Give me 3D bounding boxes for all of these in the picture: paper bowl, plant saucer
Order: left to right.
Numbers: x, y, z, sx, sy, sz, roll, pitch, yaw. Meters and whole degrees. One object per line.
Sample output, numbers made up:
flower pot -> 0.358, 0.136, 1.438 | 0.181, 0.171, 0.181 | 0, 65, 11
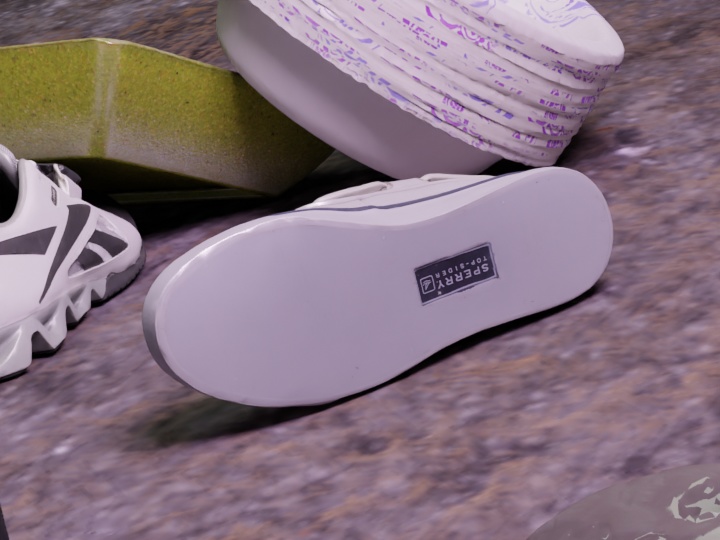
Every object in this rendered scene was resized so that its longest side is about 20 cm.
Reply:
plant saucer -> -0.133, -0.064, 1.267 | 0.199, 0.048, 0.199 | -2, -8, 35
paper bowl -> 0.014, -0.114, 1.221 | 0.200, 0.105, 0.201 | 31, 15, -9

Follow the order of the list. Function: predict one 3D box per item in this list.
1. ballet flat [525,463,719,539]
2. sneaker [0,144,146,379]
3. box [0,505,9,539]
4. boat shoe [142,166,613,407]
ballet flat -> 0.133, 0.076, 0.682 | 0.199, 0.046, 0.068 | -15, 46, 13
sneaker -> -0.148, -0.022, 1.166 | 0.074, 0.089, 0.200 | -11, 14, 10
box -> -0.233, 0.081, 0.866 | 0.163, 0.086, 0.200 | -21, 17, -30
boat shoe -> 0.000, 0.000, 0.999 | 0.199, 0.072, 0.066 | -20, 13, -29
